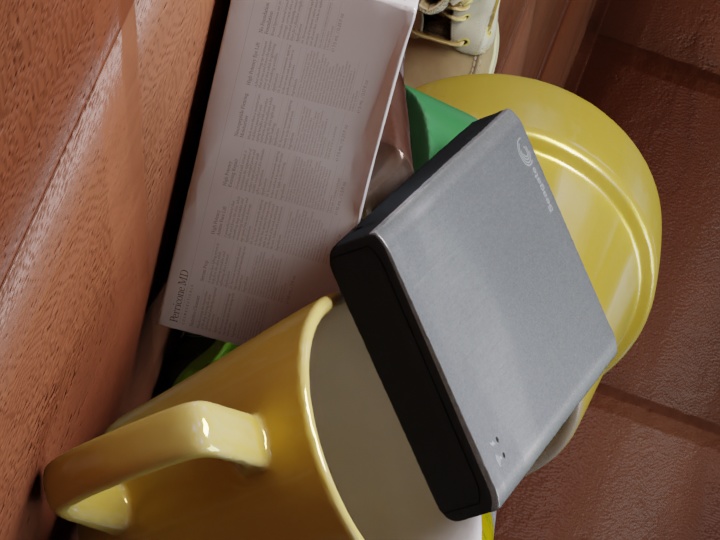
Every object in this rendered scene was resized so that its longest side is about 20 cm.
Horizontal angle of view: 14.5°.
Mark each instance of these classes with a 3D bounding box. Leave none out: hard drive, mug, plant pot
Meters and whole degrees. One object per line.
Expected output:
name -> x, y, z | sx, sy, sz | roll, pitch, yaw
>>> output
hard drive -> 0.058, 0.016, 1.350 | 0.140, 0.033, 0.200 | 66, 27, -10
mug -> -0.056, 0.092, 1.294 | 0.187, 0.153, 0.149 | 50, 31, -33
plant pot -> 0.068, 0.016, 1.616 | 0.189, 0.201, 0.201 | -76, -178, -58

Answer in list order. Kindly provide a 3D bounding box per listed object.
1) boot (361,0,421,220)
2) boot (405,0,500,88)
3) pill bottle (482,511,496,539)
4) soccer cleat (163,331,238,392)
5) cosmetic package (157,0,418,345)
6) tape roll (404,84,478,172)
boot -> 0.013, -0.108, 1.414 | 0.200, 0.064, 0.186 | -88, -168, -49
boot -> 0.048, -0.166, 1.743 | 0.155, 0.072, 0.200 | -54, 155, -73
pill bottle -> 0.025, 0.149, 1.682 | 0.200, 0.109, 0.109 | -75, -177, -72
soccer cleat -> -0.056, 0.016, 1.442 | 0.081, 0.067, 0.200 | -78, -179, -53
cosmetic package -> -0.033, -0.056, 1.306 | 0.051, 0.083, 0.200 | -78, -176, -57
tape roll -> 0.000, 0.000, 1.506 | 0.200, 0.048, 0.200 | -46, -148, 39
